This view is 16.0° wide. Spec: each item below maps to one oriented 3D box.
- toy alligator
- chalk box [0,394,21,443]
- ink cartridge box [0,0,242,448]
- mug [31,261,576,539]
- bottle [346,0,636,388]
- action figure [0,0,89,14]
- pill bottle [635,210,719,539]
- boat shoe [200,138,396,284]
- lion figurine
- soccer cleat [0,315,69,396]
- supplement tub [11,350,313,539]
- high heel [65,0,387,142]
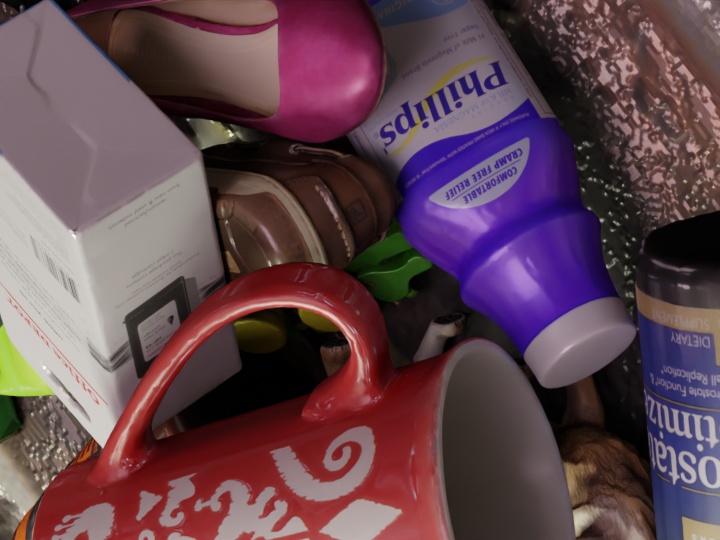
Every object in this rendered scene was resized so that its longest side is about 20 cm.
[{"bbox_3d":[0.000,0.000,1.183,0.199,0.060,0.054,-17,141,28],"label":"toy alligator"},{"bbox_3d":[-0.293,0.069,1.292,0.124,0.200,0.124,-13,99,34],"label":"chalk box"},{"bbox_3d":[-0.116,-0.008,1.120,0.116,0.067,0.200,45,159,29],"label":"ink cartridge box"},{"bbox_3d":[-0.030,0.094,1.068,0.199,0.133,0.178,-15,84,25],"label":"mug"},{"bbox_3d":[0.048,-0.044,1.090,0.083,0.065,0.200,-30,68,3],"label":"bottle"},{"bbox_3d":[-0.140,-0.171,1.180,0.118,0.102,0.201,17,111,24],"label":"action figure"},{"bbox_3d":[0.176,0.081,1.060,0.111,0.112,0.201,2,107,31],"label":"pill bottle"},{"bbox_3d":[-0.040,-0.026,1.129,0.075,0.075,0.202,64,162,-18],"label":"boat shoe"},{"bbox_3d":[0.061,0.089,1.161,0.200,0.072,0.123,12,119,52],"label":"lion figurine"},{"bbox_3d":[-0.196,-0.027,1.285,0.081,0.067,0.201,-18,98,41],"label":"soccer cleat"},{"bbox_3d":[-0.103,0.129,1.252,0.107,0.107,0.200,48,124,9],"label":"supplement tub"},{"bbox_3d":[-0.067,-0.092,1.078,0.200,0.096,0.068,23,111,59],"label":"high heel"}]
